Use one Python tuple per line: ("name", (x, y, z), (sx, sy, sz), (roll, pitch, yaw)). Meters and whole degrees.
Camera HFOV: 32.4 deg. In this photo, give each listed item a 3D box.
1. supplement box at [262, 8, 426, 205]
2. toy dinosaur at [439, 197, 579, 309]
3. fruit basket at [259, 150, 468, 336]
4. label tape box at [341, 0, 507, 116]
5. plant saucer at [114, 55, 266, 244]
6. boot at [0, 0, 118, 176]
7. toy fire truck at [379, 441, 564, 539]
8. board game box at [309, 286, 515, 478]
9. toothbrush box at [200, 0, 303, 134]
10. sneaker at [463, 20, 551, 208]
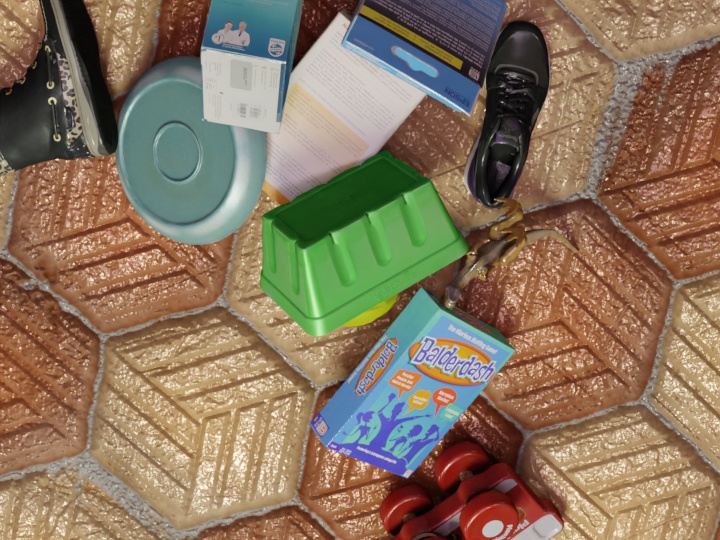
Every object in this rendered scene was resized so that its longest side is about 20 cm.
("supplement box", (-0.036, -0.163, 1.334), (0.126, 0.074, 0.200), (40, 102, -8))
("toy dinosaur", (0.159, -0.029, 1.335), (0.199, 0.107, 0.061), (-27, 65, -24))
("fruit basket", (0.000, 0.000, 1.317), (0.214, 0.155, 0.217), (-16, 123, -27))
("label tape box", (0.060, -0.232, 1.254), (0.142, 0.201, 0.066), (28, 136, -8))
("plant saucer", (-0.189, -0.126, 1.321), (0.198, 0.027, 0.202), (6, 101, 29))
("boot", (-0.355, -0.206, 1.325), (0.152, 0.073, 0.206), (-14, 94, 13))
("toy fire truck", (0.124, 0.311, 1.442), (0.199, 0.112, 0.168), (-38, 126, 6))
("board game box", (0.060, 0.129, 1.384), (0.152, 0.045, 0.201), (27, 105, -44))
("toothbrush box", (-0.100, -0.261, 1.231), (0.084, 0.147, 0.202), (9, 68, -3))
("sneaker", (0.164, -0.163, 1.328), (0.075, 0.088, 0.202), (10, 104, -2))
